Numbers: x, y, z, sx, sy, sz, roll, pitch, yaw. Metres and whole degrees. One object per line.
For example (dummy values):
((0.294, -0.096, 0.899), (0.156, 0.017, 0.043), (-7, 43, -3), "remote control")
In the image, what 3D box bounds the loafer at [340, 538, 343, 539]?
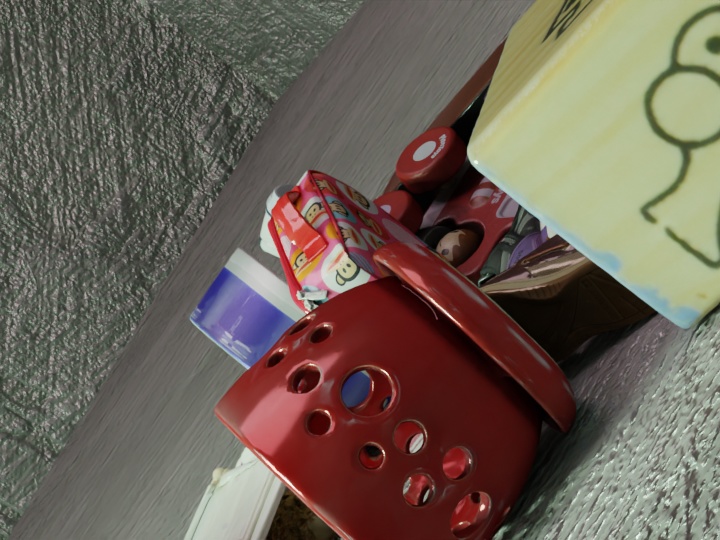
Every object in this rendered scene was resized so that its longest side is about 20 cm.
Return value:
((-0.023, 0.235, 1.578), (0.200, 0.063, 0.072), (-46, 12, 39), "loafer")

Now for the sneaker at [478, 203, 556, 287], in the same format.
((0.126, -0.015, 1.645), (0.087, 0.076, 0.200), (-31, 14, 12), "sneaker")

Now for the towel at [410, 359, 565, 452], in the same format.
((0.094, 0.095, 1.628), (0.147, 0.030, 0.200), (-51, 10, 2), "towel")

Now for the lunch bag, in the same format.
((0.000, 0.000, 1.717), (0.082, 0.176, 0.200), (-49, 24, 13), "lunch bag")

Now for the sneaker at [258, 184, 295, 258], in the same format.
((-0.005, -0.007, 2.007), (0.073, 0.199, 0.071), (-34, -30, -57), "sneaker")

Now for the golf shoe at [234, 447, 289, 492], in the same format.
((-0.071, 0.175, 1.907), (0.092, 0.073, 0.200), (-44, -8, -14), "golf shoe")

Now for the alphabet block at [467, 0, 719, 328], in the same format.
((0.210, -0.123, 1.352), (0.200, 0.195, 0.197), (-46, 14, 33), "alphabet block")

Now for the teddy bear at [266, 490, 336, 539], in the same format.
((-0.081, 0.235, 1.840), (0.200, 0.067, 0.145), (-42, 13, 47), "teddy bear")

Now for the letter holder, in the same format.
((0.122, -0.121, 2.033), (0.200, 0.100, 0.142), (-48, 9, 27), "letter holder")

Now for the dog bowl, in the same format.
((-0.050, 0.070, 1.869), (0.079, 0.200, 0.200), (-53, 10, -1), "dog bowl")

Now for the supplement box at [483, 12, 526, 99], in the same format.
((0.203, -0.201, 1.795), (0.200, 0.085, 0.111), (-39, 21, 50), "supplement box")

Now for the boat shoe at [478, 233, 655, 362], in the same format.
((0.145, 0.011, 1.507), (0.199, 0.072, 0.072), (-26, 20, 43), "boat shoe")

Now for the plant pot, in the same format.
((0.031, 0.096, 1.429), (0.183, 0.200, 0.200), (-47, 10, -2), "plant pot")

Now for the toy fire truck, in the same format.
((0.100, -0.041, 1.876), (0.167, 0.112, 0.200), (-6, 42, 48), "toy fire truck")

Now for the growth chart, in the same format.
((-0.113, 0.216, 1.810), (0.200, 0.018, 0.145), (-27, 34, 61), "growth chart")
